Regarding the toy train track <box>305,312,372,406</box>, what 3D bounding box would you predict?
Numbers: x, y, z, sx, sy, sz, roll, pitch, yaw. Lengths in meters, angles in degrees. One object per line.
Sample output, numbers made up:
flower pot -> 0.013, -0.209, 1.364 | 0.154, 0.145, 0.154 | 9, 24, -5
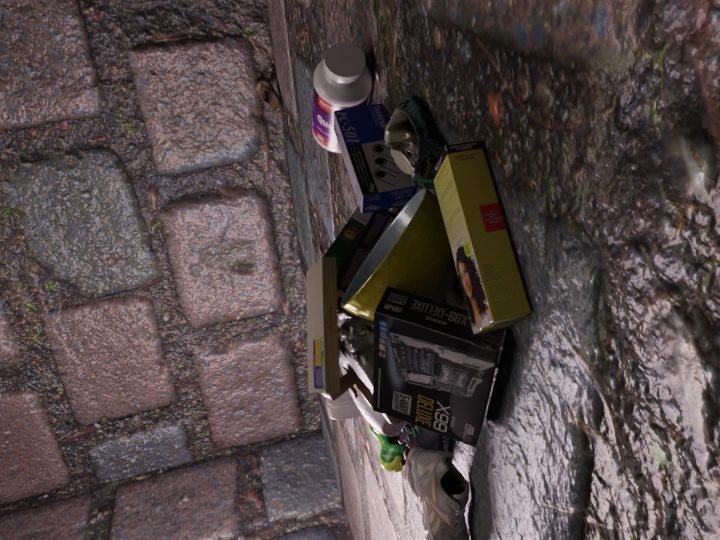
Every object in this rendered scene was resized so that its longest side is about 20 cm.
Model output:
toy train track -> -0.031, 0.150, 1.084 | 0.201, 0.113, 0.033 | 51, 167, 24

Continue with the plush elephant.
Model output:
plush elephant -> 0.049, 0.103, 0.977 | 0.165, 0.153, 0.202 | 44, 162, 32

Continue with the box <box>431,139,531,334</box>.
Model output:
box -> 0.133, -0.038, 0.712 | 0.076, 0.048, 0.207 | 112, 147, -71

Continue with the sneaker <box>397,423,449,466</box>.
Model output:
sneaker -> 0.105, 0.256, 1.037 | 0.075, 0.085, 0.206 | -117, 19, -54

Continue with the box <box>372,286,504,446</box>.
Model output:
box -> 0.094, 0.128, 0.808 | 0.204, 0.153, 0.050 | 91, -157, -43

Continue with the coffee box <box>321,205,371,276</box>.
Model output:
coffee box -> -0.033, -0.036, 1.259 | 0.202, 0.043, 0.124 | -59, -6, -40

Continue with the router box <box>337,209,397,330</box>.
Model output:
router box -> 0.000, 0.000, 1.135 | 0.204, 0.061, 0.150 | -62, 1, -17

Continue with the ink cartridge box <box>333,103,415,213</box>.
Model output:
ink cartridge box -> 0.020, -0.192, 1.054 | 0.045, 0.091, 0.204 | 94, 163, -54

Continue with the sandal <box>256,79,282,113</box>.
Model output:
sandal -> -0.412, -0.771, 2.771 | 0.082, 0.054, 0.202 | -53, 59, 35

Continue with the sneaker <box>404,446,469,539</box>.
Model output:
sneaker -> 0.143, 0.379, 1.003 | 0.090, 0.075, 0.205 | -14, 105, 42

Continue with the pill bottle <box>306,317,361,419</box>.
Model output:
pill bottle -> -0.039, 0.189, 1.280 | 0.114, 0.110, 0.207 | -165, 64, -78

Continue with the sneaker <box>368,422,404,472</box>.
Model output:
sneaker -> 0.070, 0.366, 1.427 | 0.201, 0.072, 0.086 | -114, 41, -61

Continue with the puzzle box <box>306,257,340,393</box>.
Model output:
puzzle box -> -0.062, 0.092, 1.005 | 0.133, 0.025, 0.208 | 152, 118, -72

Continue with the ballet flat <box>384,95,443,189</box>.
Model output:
ballet flat -> 0.068, -0.183, 0.876 | 0.202, 0.072, 0.076 | -112, 15, -49

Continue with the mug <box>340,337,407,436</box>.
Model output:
mug -> 0.052, 0.216, 1.156 | 0.203, 0.143, 0.178 | 77, 170, -48

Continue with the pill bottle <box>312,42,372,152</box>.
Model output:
pill bottle -> -0.036, -0.324, 1.184 | 0.201, 0.109, 0.116 | 101, 156, -64

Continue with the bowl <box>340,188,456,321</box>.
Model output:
bowl -> 0.070, 0.000, 0.872 | 0.107, 0.203, 0.200 | 36, 170, -5
